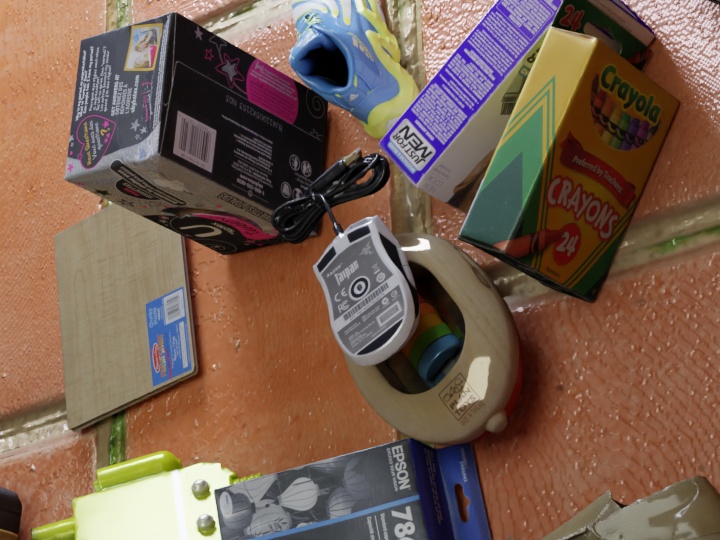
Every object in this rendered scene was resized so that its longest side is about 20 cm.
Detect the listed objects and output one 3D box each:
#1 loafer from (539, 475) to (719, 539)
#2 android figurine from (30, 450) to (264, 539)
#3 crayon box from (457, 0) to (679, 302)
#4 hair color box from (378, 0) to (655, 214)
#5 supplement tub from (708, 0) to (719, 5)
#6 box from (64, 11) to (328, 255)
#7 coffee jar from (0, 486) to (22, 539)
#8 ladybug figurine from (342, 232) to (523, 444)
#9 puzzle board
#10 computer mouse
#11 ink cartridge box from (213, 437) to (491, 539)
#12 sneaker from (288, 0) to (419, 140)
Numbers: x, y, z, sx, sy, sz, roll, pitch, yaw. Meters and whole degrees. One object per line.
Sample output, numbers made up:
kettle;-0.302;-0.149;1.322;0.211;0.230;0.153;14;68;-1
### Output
loafer;0.171;0.193;1.415;0.199;0.076;0.068;-16;62;23
android figurine;-0.166;0.212;1.639;0.199;0.041;0.182;-16;33;1
crayon box;0.161;-0.091;1.497;0.051;0.127;0.201;21;87;42
hair color box;0.120;-0.138;1.561;0.200;0.109;0.065;-49;51;14
supplement tub;0.266;-0.257;1.482;0.200;0.122;0.123;33;95;43
box;-0.135;-0.108;1.697;0.114;0.200;0.133;-11;66;38
coffee jar;-0.371;0.282;1.811;0.104;0.085;0.201;4;74;40
ladybug figurine;0.061;0.057;1.556;0.136;0.072;0.200;-46;49;15
puzzle board;-0.210;0.029;1.829;0.150;0.017;0.201;-25;59;28
computer mouse;0.000;0.000;1.555;0.110;0.044;0.200;-36;47;17
ink cartridge box;-0.006;0.189;1.529;0.199;0.039;0.100;-16;60;6
sneaker;-0.023;-0.196;1.704;0.076;0.105;0.200;-47;50;14
